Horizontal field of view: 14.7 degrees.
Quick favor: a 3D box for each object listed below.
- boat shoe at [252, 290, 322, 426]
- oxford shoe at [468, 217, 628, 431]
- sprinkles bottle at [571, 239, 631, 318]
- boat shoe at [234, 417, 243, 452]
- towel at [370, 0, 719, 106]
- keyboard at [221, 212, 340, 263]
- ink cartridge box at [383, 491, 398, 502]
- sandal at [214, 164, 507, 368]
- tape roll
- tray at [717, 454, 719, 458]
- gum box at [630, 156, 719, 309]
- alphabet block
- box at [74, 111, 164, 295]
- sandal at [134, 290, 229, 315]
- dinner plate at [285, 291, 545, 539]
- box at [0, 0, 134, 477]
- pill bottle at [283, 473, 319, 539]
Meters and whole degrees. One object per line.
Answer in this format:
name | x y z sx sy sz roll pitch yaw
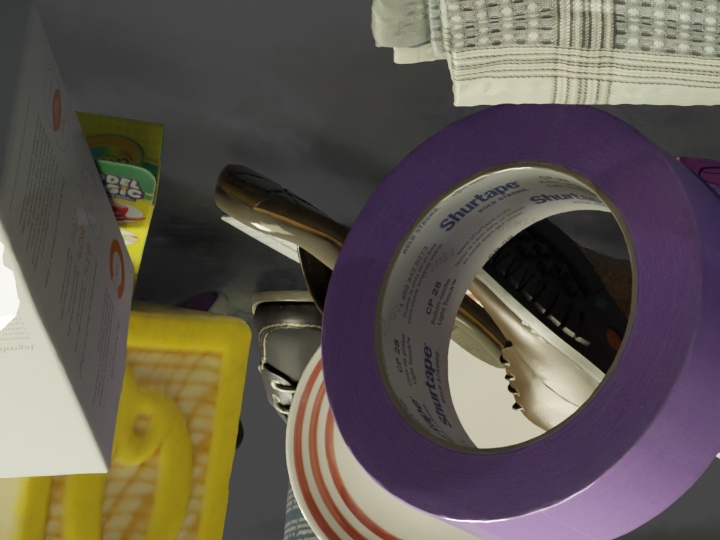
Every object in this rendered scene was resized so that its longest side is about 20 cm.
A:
boat shoe | -0.024 0.061 1.662 0.072 0.063 0.200 2 163 7
oxford shoe | 0.094 0.039 1.412 0.200 0.073 0.084 46 127 -8
sprinkles bottle | 0.173 0.037 1.523 0.200 0.068 0.068 17 159 -34
boat shoe | -0.164 0.100 1.818 0.200 0.075 0.062 11 157 -34
towel | 0.101 -0.110 1.126 0.199 0.035 0.193 4 163 5
keyboard | 0.000 0.000 1.548 0.056 0.011 0.200 -6 159 31
ink cartridge box | 0.080 0.111 1.709 0.145 0.084 0.200 -12 162 0
sandal | -0.002 0.009 1.435 0.200 0.055 0.082 29 -178 -39
tape roll | 0.081 0.025 1.286 0.200 0.201 0.066 -6 160 32
tray | 0.227 0.102 1.671 0.107 0.022 0.200 30 177 -22
gum box | 0.237 0.022 1.376 0.199 0.114 0.066 9 162 -14
alphabet block | -0.202 0.101 1.510 0.200 0.196 0.196 11 -175 30
box | -0.163 -0.039 1.411 0.117 0.049 0.200 8 165 -7
sandal | -0.149 0.046 1.649 0.050 0.083 0.203 43 148 -16
dinner plate | 0.057 0.094 1.582 0.200 0.201 0.024 7 -162 -6
box | -0.176 -0.010 1.270 0.097 0.125 0.200 -4 142 10
pill bottle | 0.006 0.199 1.864 0.119 0.201 0.120 5 163 2
